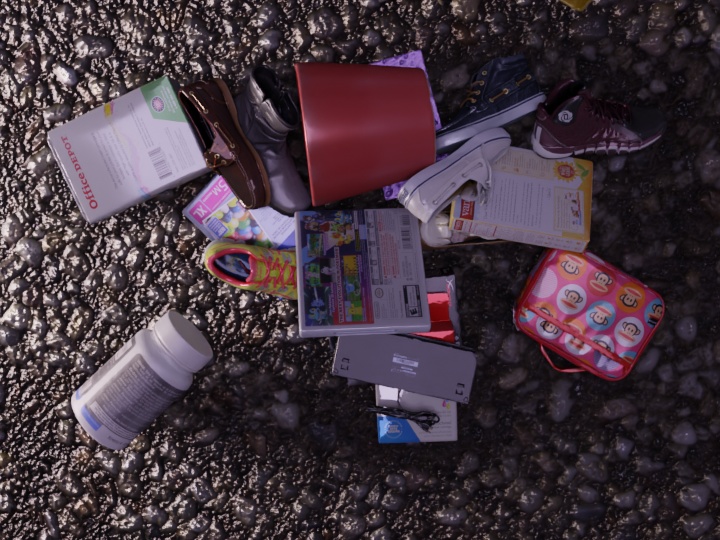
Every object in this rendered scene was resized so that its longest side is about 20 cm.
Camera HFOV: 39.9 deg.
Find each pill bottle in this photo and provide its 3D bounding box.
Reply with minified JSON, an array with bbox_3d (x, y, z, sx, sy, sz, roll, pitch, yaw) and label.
[{"bbox_3d":[-0.322,0.161,1.479,0.200,0.114,0.114,-42,94,6],"label":"pill bottle"}]

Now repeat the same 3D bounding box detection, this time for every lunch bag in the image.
[{"bbox_3d":[0.328,0.067,1.470,0.199,0.082,0.177,29,100,0],"label":"lunch bag"}]

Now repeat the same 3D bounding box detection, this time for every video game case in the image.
[{"bbox_3d":[0.000,0.000,1.399,0.180,0.023,0.202,-2,58,-4],"label":"video game case"}]

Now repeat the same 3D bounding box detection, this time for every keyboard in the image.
[{"bbox_3d":[0.057,0.150,1.371,0.198,0.021,0.129,12,93,3],"label":"keyboard"}]

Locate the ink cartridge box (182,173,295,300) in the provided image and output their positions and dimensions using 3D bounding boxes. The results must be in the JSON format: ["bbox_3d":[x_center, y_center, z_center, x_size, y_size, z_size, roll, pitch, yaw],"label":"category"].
[{"bbox_3d":[-0.155,-0.062,1.487,0.200,0.042,0.119,44,96,-5],"label":"ink cartridge box"}]

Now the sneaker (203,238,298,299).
[{"bbox_3d":[-0.134,0.003,1.429,0.197,0.090,0.079,7,96,0],"label":"sneaker"}]

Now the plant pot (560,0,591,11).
[{"bbox_3d":[0.287,-0.508,1.354,0.199,0.200,0.178,31,85,-2],"label":"plant pot"}]

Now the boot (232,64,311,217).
[{"bbox_3d":[-0.119,-0.180,1.414,0.070,0.131,0.201,-37,92,-35],"label":"boot"}]

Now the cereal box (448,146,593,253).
[{"bbox_3d":[0.233,-0.109,1.433,0.198,0.040,0.145,10,60,2],"label":"cereal box"}]

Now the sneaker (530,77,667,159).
[{"bbox_3d":[0.341,-0.224,1.407,0.198,0.076,0.116,-11,139,1],"label":"sneaker"}]

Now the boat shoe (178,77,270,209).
[{"bbox_3d":[-0.197,-0.174,1.411,0.070,0.070,0.202,-25,87,-40],"label":"boat shoe"}]

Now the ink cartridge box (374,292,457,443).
[{"bbox_3d":[0.077,0.138,1.413,0.115,0.067,0.203,-3,99,1],"label":"ink cartridge box"}]

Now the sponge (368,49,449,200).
[{"bbox_3d":[0.064,-0.214,1.467,0.110,0.030,0.202,-15,97,4],"label":"sponge"}]

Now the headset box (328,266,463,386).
[{"bbox_3d":[0.050,0.084,1.478,0.197,0.075,0.151,-6,98,2],"label":"headset box"}]

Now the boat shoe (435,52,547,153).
[{"bbox_3d":[0.170,-0.240,1.425,0.199,0.071,0.092,-26,89,-21],"label":"boat shoe"}]

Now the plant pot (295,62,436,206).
[{"bbox_3d":[0.007,-0.197,1.371,0.175,0.200,0.203,-8,96,-3],"label":"plant pot"}]

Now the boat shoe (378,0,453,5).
[{"bbox_3d":[0.117,-0.415,1.427,0.197,0.073,0.066,0,108,5],"label":"boat shoe"}]

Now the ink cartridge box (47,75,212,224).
[{"bbox_3d":[-0.333,-0.175,1.454,0.198,0.088,0.147,-25,95,3],"label":"ink cartridge box"}]

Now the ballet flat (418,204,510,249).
[{"bbox_3d":[0.152,-0.061,1.460,0.197,0.072,0.069,0,101,2],"label":"ballet flat"}]

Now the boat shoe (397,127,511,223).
[{"bbox_3d":[0.150,-0.122,1.362,0.201,0.075,0.086,-32,71,-30],"label":"boat shoe"}]
